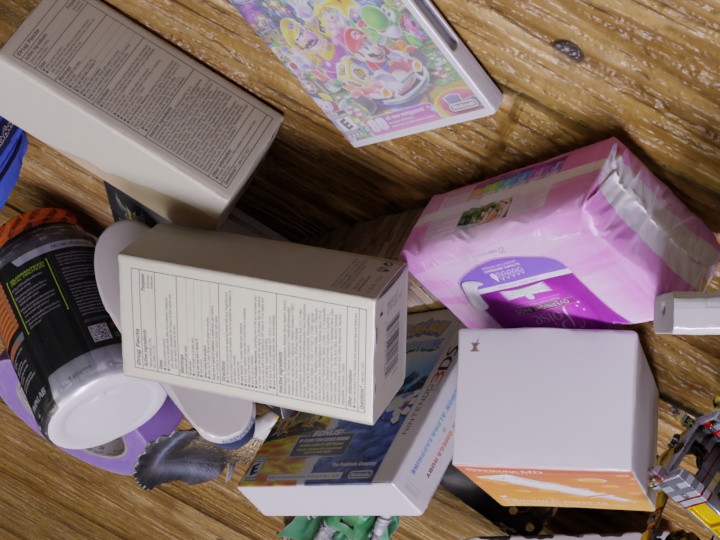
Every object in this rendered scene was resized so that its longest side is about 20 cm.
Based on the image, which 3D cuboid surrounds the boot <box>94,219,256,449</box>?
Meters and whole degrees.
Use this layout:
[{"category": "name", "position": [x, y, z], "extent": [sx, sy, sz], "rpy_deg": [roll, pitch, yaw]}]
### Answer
[{"category": "boot", "position": [-0.150, 0.057, 1.207], "extent": [0.201, 0.073, 0.090], "rpy_deg": [60, 171, 12]}]

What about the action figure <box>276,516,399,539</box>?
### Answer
[{"category": "action figure", "position": [-0.006, 0.218, 1.354], "extent": [0.118, 0.055, 0.201], "rpy_deg": [27, 129, 6]}]

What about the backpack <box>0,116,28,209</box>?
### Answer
[{"category": "backpack", "position": [-0.365, -0.112, 1.234], "extent": [0.167, 0.163, 0.200], "rpy_deg": [7, 142, 28]}]

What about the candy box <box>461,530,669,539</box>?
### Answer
[{"category": "candy box", "position": [0.153, 0.279, 1.339], "extent": [0.199, 0.072, 0.168], "rpy_deg": [3, 164, -25]}]

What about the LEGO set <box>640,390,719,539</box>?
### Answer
[{"category": "LEGO set", "position": [0.249, 0.122, 1.023], "extent": [0.116, 0.200, 0.154], "rpy_deg": [41, 162, -4]}]

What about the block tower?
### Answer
[{"category": "block tower", "position": [0.000, 0.000, 1.184], "extent": [0.054, 0.058, 0.200], "rpy_deg": [45, 146, -23]}]

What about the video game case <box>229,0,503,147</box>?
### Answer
[{"category": "video game case", "position": [-0.014, -0.167, 0.987], "extent": [0.143, 0.018, 0.200], "rpy_deg": [-8, 132, 48]}]

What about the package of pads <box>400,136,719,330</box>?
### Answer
[{"category": "package of pads", "position": [0.135, -0.013, 1.027], "extent": [0.120, 0.076, 0.200], "rpy_deg": [43, 148, -21]}]

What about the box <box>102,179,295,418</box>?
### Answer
[{"category": "box", "position": [-0.122, 0.010, 1.232], "extent": [0.200, 0.048, 0.159], "rpy_deg": [32, 145, 35]}]

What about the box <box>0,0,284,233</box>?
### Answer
[{"category": "box", "position": [-0.169, -0.119, 1.121], "extent": [0.199, 0.095, 0.078], "rpy_deg": [33, 150, -1]}]

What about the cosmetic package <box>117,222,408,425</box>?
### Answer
[{"category": "cosmetic package", "position": [-0.070, 0.036, 1.082], "extent": [0.199, 0.073, 0.104], "rpy_deg": [11, 116, 18]}]

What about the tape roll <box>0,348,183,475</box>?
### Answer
[{"category": "tape roll", "position": [-0.286, 0.126, 1.593], "extent": [0.199, 0.085, 0.200], "rpy_deg": [23, 149, 14]}]

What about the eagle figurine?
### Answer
[{"category": "eagle figurine", "position": [-0.129, 0.150, 1.440], "extent": [0.200, 0.152, 0.151], "rpy_deg": [31, 110, -31]}]

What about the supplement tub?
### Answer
[{"category": "supplement tub", "position": [-0.262, 0.049, 1.347], "extent": [0.201, 0.122, 0.123], "rpy_deg": [60, 162, 28]}]

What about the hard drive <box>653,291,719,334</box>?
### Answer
[{"category": "hard drive", "position": [0.279, 0.027, 0.880], "extent": [0.199, 0.026, 0.132], "rpy_deg": [0, 178, 6]}]

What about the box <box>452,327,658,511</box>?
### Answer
[{"category": "box", "position": [0.148, 0.113, 1.087], "extent": [0.124, 0.098, 0.200], "rpy_deg": [0, 163, 16]}]

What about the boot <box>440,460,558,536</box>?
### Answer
[{"category": "boot", "position": [0.112, 0.166, 1.313], "extent": [0.150, 0.073, 0.200], "rpy_deg": [34, 153, -4]}]

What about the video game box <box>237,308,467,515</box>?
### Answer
[{"category": "video game box", "position": [0.012, 0.115, 1.218], "extent": [0.199, 0.183, 0.047], "rpy_deg": [-11, 127, 48]}]
